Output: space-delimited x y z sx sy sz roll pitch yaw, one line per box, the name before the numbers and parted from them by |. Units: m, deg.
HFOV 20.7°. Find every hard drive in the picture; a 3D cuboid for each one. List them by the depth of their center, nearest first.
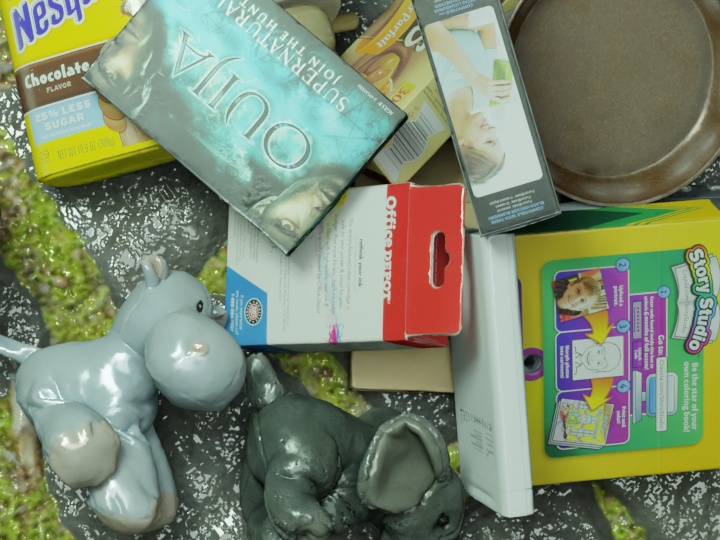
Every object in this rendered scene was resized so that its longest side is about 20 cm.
hard drive | 0.093 0.071 1.449 0.027 0.132 0.200 -6 94 -11

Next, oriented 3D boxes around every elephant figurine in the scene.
elephant figurine | 0.016 0.159 1.473 0.200 0.155 0.142 -2 39 -15

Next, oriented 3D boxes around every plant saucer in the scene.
plant saucer | 0.193 -0.148 1.482 0.200 0.034 0.201 -3 101 -13

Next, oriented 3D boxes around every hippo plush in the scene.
hippo plush | -0.157 0.085 1.444 0.161 0.159 0.200 -39 47 -3

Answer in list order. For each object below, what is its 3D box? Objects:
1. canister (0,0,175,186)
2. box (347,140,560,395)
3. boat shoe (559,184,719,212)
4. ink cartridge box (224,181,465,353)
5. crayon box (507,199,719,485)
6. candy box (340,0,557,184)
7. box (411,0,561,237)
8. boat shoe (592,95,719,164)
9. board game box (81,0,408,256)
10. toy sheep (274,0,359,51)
canister | -0.197 -0.176 1.499 0.148 0.087 0.200 -14 85 14
box | 0.073 -0.002 1.539 0.163 0.021 0.200 3 83 -4
boat shoe | 0.228 -0.039 1.536 0.200 0.072 0.068 -1 44 -6
ink cartridge box | 0.000 0.000 1.462 0.200 0.067 0.116 -3 81 29
crayon box | 0.188 0.055 1.485 0.172 0.058 0.200 -5 107 -8
candy box | 0.052 -0.161 1.509 0.200 0.115 0.055 -46 127 -10
box | 0.085 -0.130 1.390 0.060 0.117 0.200 -16 94 5
boat shoe | 0.264 -0.125 1.552 0.200 0.060 0.074 -14 85 -6
board game box | -0.084 -0.125 1.427 0.200 0.028 0.135 40 90 4
toy sheep | -0.071 -0.239 1.513 0.138 0.138 0.200 -21 68 -7
